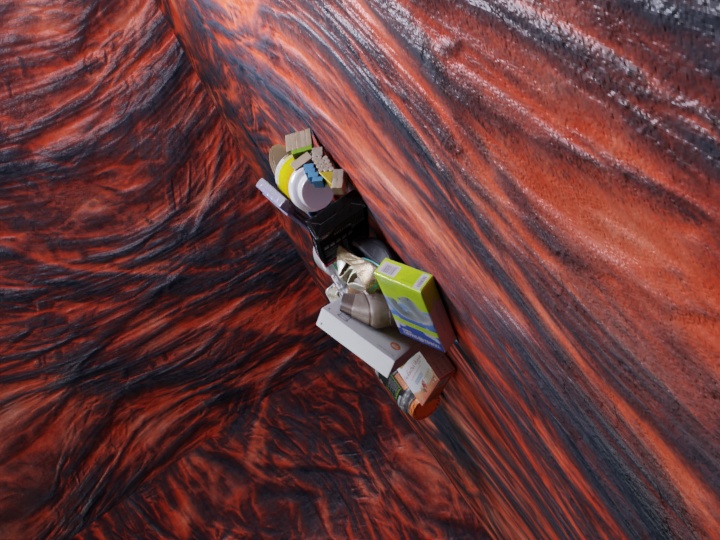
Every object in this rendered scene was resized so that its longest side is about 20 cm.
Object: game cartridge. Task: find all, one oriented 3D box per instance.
[{"bbox_3d":[-0.155,-0.136,1.769,0.129,0.039,0.199,36,178,44],"label":"game cartridge"}]

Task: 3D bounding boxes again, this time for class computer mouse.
[{"bbox_3d":[0.062,-0.007,1.531,0.199,0.053,0.139,42,169,28],"label":"computer mouse"}]

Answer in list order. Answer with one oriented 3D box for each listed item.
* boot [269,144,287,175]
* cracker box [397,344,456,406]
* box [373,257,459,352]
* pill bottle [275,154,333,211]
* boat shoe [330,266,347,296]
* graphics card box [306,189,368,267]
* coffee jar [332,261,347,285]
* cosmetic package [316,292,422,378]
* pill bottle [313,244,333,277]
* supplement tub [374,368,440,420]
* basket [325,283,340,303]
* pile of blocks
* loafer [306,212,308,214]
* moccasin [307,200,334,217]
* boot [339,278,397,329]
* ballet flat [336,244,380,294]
[{"bbox_3d":[-0.187,-0.255,2.106,0.201,0.076,0.155,50,177,-1],"label":"boot"},{"bbox_3d":[0.124,0.192,1.721,0.202,0.057,0.135,55,149,23],"label":"cracker box"},{"bbox_3d":[0.108,0.074,1.415,0.120,0.048,0.202,22,149,40],"label":"box"},{"bbox_3d":[-0.124,-0.200,1.701,0.111,0.108,0.200,60,173,-25],"label":"pill bottle"},{"bbox_3d":[-0.013,0.069,1.792,0.066,0.057,0.204,-4,-117,-50],"label":"boat shoe"},{"bbox_3d":[-0.045,-0.086,1.595,0.051,0.124,0.200,54,173,14],"label":"graphics card box"},{"bbox_3d":[0.000,0.000,1.741,0.202,0.085,0.104,57,-151,6],"label":"coffee jar"},{"bbox_3d":[0.024,0.129,1.610,0.198,0.150,0.053,34,123,18],"label":"cosmetic package"},{"bbox_3d":[-0.064,-0.047,1.933,0.116,0.113,0.200,58,173,-13],"label":"pill bottle"},{"bbox_3d":[0.135,0.319,2.118,0.201,0.121,0.124,52,172,40],"label":"supplement tub"},{"bbox_3d":[0.018,0.101,1.952,0.203,0.134,0.123,58,169,-7],"label":"basket"},{"bbox_3d":[-0.093,-0.210,1.558,0.201,0.081,0.063,52,172,32],"label":"pile of blocks"},{"bbox_3d":[-0.111,-0.158,2.015,0.062,0.072,0.201,32,167,29],"label":"loafer"},{"bbox_3d":[-0.087,-0.147,1.861,0.081,0.068,0.200,48,172,2],"label":"moccasin"},{"bbox_3d":[0.040,0.042,1.611,0.071,0.142,0.203,92,-170,-50],"label":"boot"},{"bbox_3d":[-0.013,-0.001,1.525,0.071,0.066,0.199,46,172,-27],"label":"ballet flat"}]
